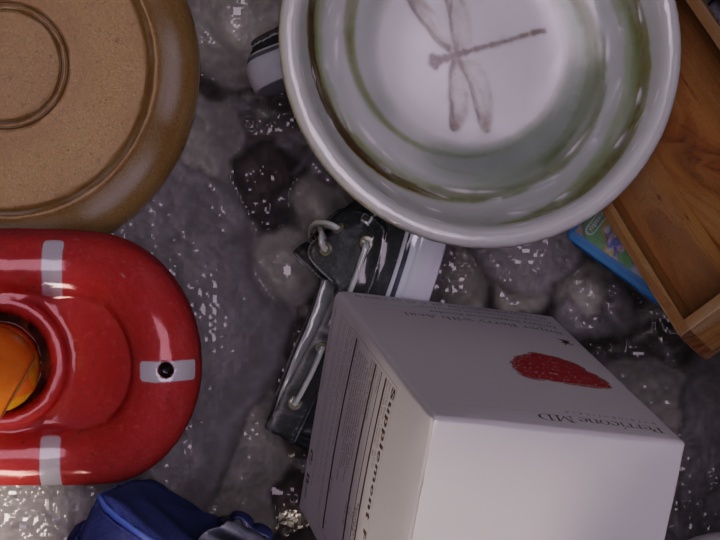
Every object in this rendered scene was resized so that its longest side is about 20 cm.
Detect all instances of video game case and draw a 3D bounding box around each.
[{"bbox_3d":[0.210,-0.024,1.166,0.143,0.018,0.200,-52,50,0],"label":"video game case"}]

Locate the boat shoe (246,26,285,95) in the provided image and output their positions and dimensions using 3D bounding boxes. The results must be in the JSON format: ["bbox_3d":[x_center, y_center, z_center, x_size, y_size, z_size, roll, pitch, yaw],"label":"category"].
[{"bbox_3d":[0.026,-0.150,1.236,0.199,0.069,0.057,-25,87,-9],"label":"boat shoe"}]

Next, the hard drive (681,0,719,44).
[{"bbox_3d":[0.274,-0.088,1.259,0.140,0.038,0.200,-41,91,-2],"label":"hard drive"}]

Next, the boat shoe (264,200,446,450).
[{"bbox_3d":[0.000,0.000,1.226,0.070,0.072,0.201,15,91,-7],"label":"boat shoe"}]

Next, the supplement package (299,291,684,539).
[{"bbox_3d":[0.055,0.097,1.122,0.120,0.200,0.121,7,103,-15],"label":"supplement package"}]

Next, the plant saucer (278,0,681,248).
[{"bbox_3d":[0.056,-0.109,1.177,0.199,0.050,0.202,1,86,-9],"label":"plant saucer"}]

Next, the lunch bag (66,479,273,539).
[{"bbox_3d":[-0.090,0.173,1.156,0.135,0.200,0.133,30,88,1],"label":"lunch bag"}]

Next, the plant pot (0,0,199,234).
[{"bbox_3d":[-0.183,-0.105,1.240,0.199,0.027,0.202,0,89,-3],"label":"plant pot"}]

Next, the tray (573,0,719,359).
[{"bbox_3d":[0.159,-0.063,1.186,0.098,0.037,0.201,-37,53,13],"label":"tray"}]

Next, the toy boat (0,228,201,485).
[{"bbox_3d":[-0.178,0.048,1.183,0.198,0.131,0.132,0,96,-3],"label":"toy boat"}]

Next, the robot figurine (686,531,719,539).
[{"bbox_3d":[0.202,0.186,1.132,0.124,0.199,0.151,4,86,38],"label":"robot figurine"}]
